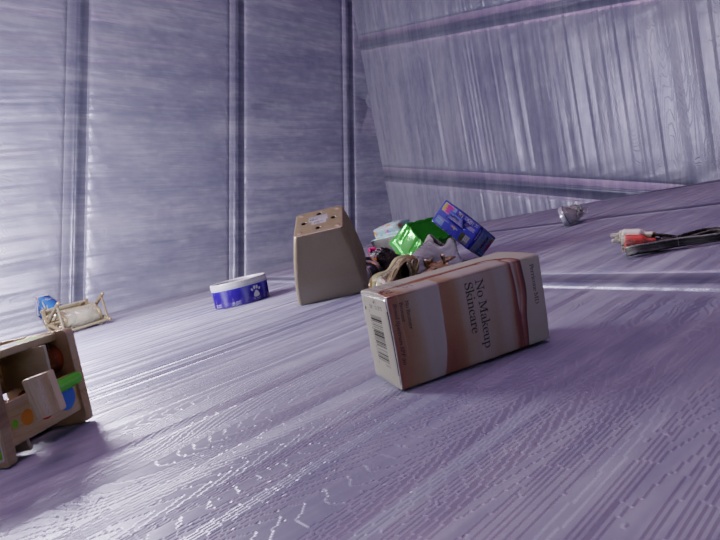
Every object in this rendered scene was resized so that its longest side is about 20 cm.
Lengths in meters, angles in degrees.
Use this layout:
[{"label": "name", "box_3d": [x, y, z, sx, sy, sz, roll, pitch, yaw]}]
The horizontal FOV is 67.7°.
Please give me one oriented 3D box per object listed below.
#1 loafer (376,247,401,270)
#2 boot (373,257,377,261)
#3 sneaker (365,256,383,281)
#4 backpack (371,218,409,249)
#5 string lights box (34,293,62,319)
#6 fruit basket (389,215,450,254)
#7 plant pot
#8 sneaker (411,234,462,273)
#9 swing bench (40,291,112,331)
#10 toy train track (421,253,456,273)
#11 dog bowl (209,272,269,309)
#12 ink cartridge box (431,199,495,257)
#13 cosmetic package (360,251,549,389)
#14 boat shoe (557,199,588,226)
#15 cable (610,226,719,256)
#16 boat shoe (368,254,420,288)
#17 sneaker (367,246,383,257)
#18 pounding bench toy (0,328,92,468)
[{"label": "loafer", "box_3d": [0.099, -0.005, 1.449, 0.068, 0.071, 0.201, -42, 23, 0]}, {"label": "boot", "box_3d": [-0.006, -0.008, 1.717, 0.193, 0.074, 0.144, -8, 1, -8]}, {"label": "sneaker", "box_3d": [0.000, 0.000, 1.599, 0.077, 0.081, 0.198, -20, 20, -28]}, {"label": "backpack", "box_3d": [0.154, -0.123, 2.164, 0.172, 0.159, 0.197, -15, -5, 40]}, {"label": "string lights box", "box_3d": [-1.519, 0.198, 2.632, 0.195, 0.107, 0.058, 22, 23, 31]}, {"label": "fruit basket", "box_3d": [0.185, -0.063, 1.693, 0.211, 0.157, 0.219, -28, -32, -19]}, {"label": "plant pot", "box_3d": [-0.093, -0.054, 1.450, 0.192, 0.182, 0.202, -12, 30, 4]}, {"label": "sneaker", "box_3d": [0.187, -0.049, 1.515, 0.193, 0.103, 0.078, -10, 6, 24]}, {"label": "swing bench", "box_3d": [-1.179, 0.186, 2.228, 0.196, 0.135, 0.196, -15, 2, 40]}, {"label": "toy train track", "box_3d": [0.211, -0.017, 1.375, 0.113, 0.033, 0.199, -31, 16, -13]}, {"label": "dog bowl", "box_3d": [-0.415, 0.069, 1.855, 0.192, 0.082, 0.200, -13, 5, 1]}, {"label": "ink cartridge box", "box_3d": [0.288, -0.118, 1.513, 0.077, 0.136, 0.198, -54, -27, 12]}, {"label": "cosmetic package", "box_3d": [0.109, 0.051, 0.616, 0.194, 0.107, 0.087, -16, 8, -19]}, {"label": "boat shoe", "box_3d": [0.784, -0.212, 1.959, 0.085, 0.077, 0.199, -29, -12, 33]}, {"label": "cable", "box_3d": [0.575, -0.065, 1.008, 0.195, 0.052, 0.096, -11, 6, 34]}, {"label": "boat shoe", "box_3d": [0.094, 0.017, 1.262, 0.061, 0.076, 0.199, -1, 22, 36]}, {"label": "sneaker", "box_3d": [0.084, -0.049, 1.933, 0.079, 0.078, 0.197, -15, 6, -35]}, {"label": "pounding bench toy", "box_3d": [-0.408, 0.150, 0.671, 0.193, 0.129, 0.156, -11, 5, 14]}]
